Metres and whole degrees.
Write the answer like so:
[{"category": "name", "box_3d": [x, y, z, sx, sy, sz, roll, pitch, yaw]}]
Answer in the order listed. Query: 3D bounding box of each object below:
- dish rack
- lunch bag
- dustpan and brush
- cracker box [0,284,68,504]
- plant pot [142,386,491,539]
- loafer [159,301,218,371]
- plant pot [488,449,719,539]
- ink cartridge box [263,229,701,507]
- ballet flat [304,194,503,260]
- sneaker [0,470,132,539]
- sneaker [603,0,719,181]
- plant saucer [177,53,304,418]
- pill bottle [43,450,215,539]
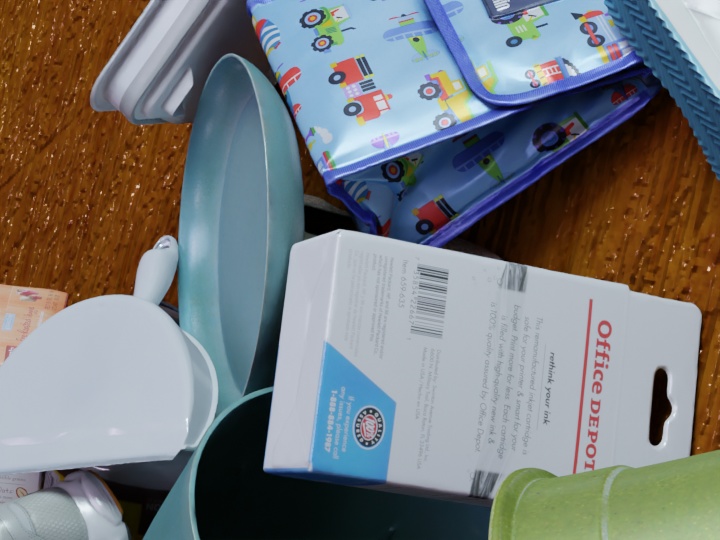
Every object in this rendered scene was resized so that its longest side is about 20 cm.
[{"category": "dish rack", "box_3d": [-0.056, -0.159, 1.176, 0.044, 0.172, 0.200, 43, 110, 11]}, {"category": "lunch bag", "box_3d": [0.062, -0.113, 1.089, 0.200, 0.094, 0.151, -28, 49, 3]}, {"category": "dustpan and brush", "box_3d": [-0.130, 0.042, 1.112, 0.139, 0.057, 0.200, -7, 47, 18]}, {"category": "cracker box", "box_3d": [-0.213, 0.123, 1.223, 0.134, 0.058, 0.200, -100, 17, -70]}, {"category": "plant pot", "box_3d": [-0.034, 0.184, 1.045, 0.161, 0.200, 0.201, -50, 50, 38]}, {"category": "loafer", "box_3d": [-0.135, 0.051, 1.247, 0.200, 0.063, 0.072, 6, 85, 42]}, {"category": "plant pot", "box_3d": [0.185, 0.145, 0.878, 0.190, 0.200, 0.200, -25, 63, 20]}, {"category": "ink cartridge box", "box_3d": [0.061, 0.057, 1.009, 0.067, 0.200, 0.116, 163, 117, -66]}, {"category": "ballet flat", "box_3d": [0.000, 0.000, 1.138, 0.200, 0.067, 0.068, 16, 90, 42]}, {"category": "sneaker", "box_3d": [-0.196, 0.184, 1.085, 0.076, 0.092, 0.200, 51, 132, 34]}, {"category": "sneaker", "box_3d": [0.193, -0.093, 0.981, 0.081, 0.077, 0.200, -27, 74, -9]}, {"category": "plant saucer", "box_3d": [-0.064, -0.014, 1.101, 0.200, 0.027, 0.201, -178, 90, -72]}, {"category": "pill bottle", "box_3d": [-0.132, 0.179, 1.167, 0.109, 0.109, 0.200, 27, 113, 42]}]
